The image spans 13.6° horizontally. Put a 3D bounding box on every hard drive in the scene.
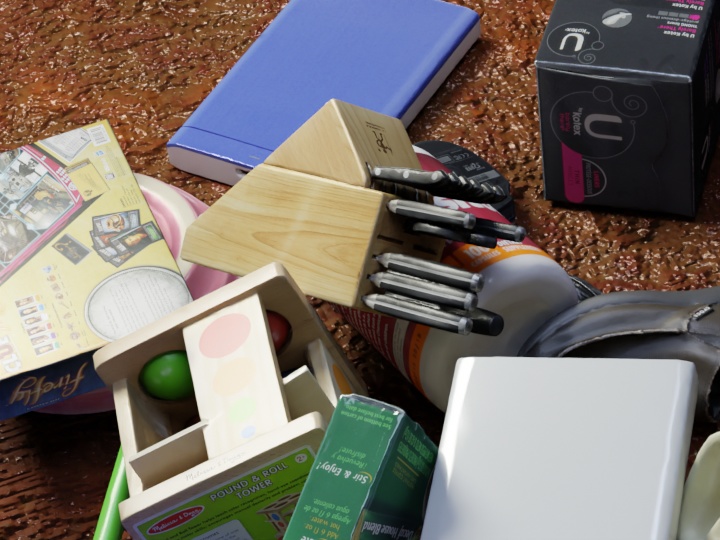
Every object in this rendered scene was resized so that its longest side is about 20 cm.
[{"bbox_3d":[0.098,0.135,1.561,0.131,0.027,0.200,0,55,18],"label":"hard drive"},{"bbox_3d":[-0.023,-0.124,2.039,0.132,0.025,0.200,17,49,25],"label":"hard drive"}]

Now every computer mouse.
[{"bbox_3d":[0.090,-0.016,1.910,0.058,0.034,0.200,-15,46,-32],"label":"computer mouse"}]

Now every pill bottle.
[{"bbox_3d":[0.033,-0.006,1.842,0.113,0.113,0.200,-29,47,-21],"label":"pill bottle"}]

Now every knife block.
[{"bbox_3d":[0.000,0.000,1.749,0.200,0.064,0.176,-39,55,29],"label":"knife block"}]

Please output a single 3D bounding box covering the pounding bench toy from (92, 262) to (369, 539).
[{"bbox_3d":[-0.097,0.114,1.722,0.200,0.124,0.156,-26,42,9],"label":"pounding bench toy"}]

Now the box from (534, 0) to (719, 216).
[{"bbox_3d":[0.186,-0.148,1.961,0.106,0.122,0.200,7,45,15],"label":"box"}]

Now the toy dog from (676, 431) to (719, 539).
[{"bbox_3d":[0.268,0.185,1.580,0.199,0.194,0.140,3,41,-21],"label":"toy dog"}]

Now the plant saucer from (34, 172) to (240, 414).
[{"bbox_3d":[-0.172,0.004,1.910,0.200,0.051,0.201,-5,43,5],"label":"plant saucer"}]

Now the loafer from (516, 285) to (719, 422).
[{"bbox_3d":[0.188,0.054,1.782,0.199,0.073,0.071,-13,41,-6],"label":"loafer"}]

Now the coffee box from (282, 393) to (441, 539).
[{"bbox_3d":[-0.009,0.179,1.592,0.044,0.123,0.200,15,74,26],"label":"coffee box"}]

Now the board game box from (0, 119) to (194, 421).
[{"bbox_3d":[-0.188,-0.003,1.858,0.135,0.035,0.200,-18,44,-10],"label":"board game box"}]
